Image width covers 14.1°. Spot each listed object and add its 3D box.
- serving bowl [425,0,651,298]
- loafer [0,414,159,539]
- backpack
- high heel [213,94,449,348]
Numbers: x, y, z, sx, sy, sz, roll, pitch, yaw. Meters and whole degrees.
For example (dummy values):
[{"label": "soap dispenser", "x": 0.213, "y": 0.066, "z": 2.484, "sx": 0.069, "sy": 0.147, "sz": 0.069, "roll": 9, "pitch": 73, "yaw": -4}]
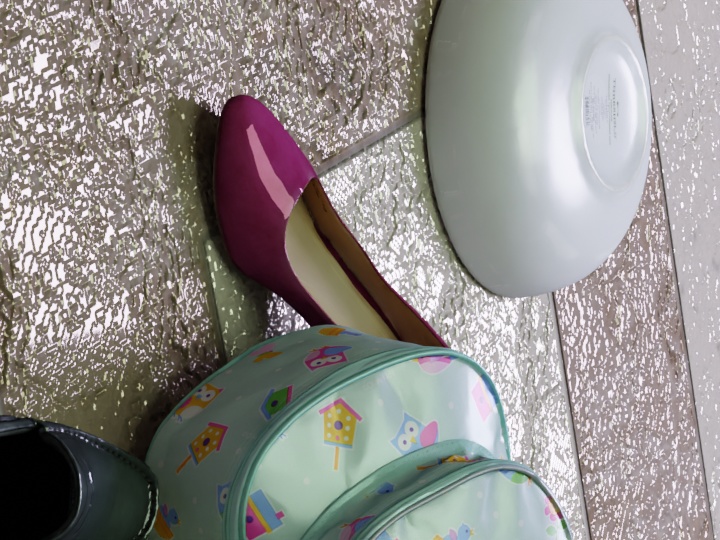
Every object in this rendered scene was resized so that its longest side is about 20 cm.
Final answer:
[{"label": "serving bowl", "x": 0.110, "y": -0.085, "z": 1.590, "sx": 0.200, "sy": 0.066, "sz": 0.200, "roll": 2, "pitch": 88, "yaw": -59}, {"label": "loafer", "x": -0.136, "y": 0.092, "z": 1.159, "sx": 0.201, "sy": 0.070, "sz": 0.068, "roll": 12, "pitch": 79, "yaw": -59}, {"label": "backpack", "x": 0.002, "y": 0.128, "z": 1.304, "sx": 0.176, "sy": 0.153, "sz": 0.200, "roll": -28, "pitch": 107, "yaw": -28}, {"label": "high heel", "x": 0.000, "y": 0.000, "z": 1.368, "sx": 0.067, "sy": 0.096, "sz": 0.200, "roll": -60, "pitch": 138, "yaw": -41}]
